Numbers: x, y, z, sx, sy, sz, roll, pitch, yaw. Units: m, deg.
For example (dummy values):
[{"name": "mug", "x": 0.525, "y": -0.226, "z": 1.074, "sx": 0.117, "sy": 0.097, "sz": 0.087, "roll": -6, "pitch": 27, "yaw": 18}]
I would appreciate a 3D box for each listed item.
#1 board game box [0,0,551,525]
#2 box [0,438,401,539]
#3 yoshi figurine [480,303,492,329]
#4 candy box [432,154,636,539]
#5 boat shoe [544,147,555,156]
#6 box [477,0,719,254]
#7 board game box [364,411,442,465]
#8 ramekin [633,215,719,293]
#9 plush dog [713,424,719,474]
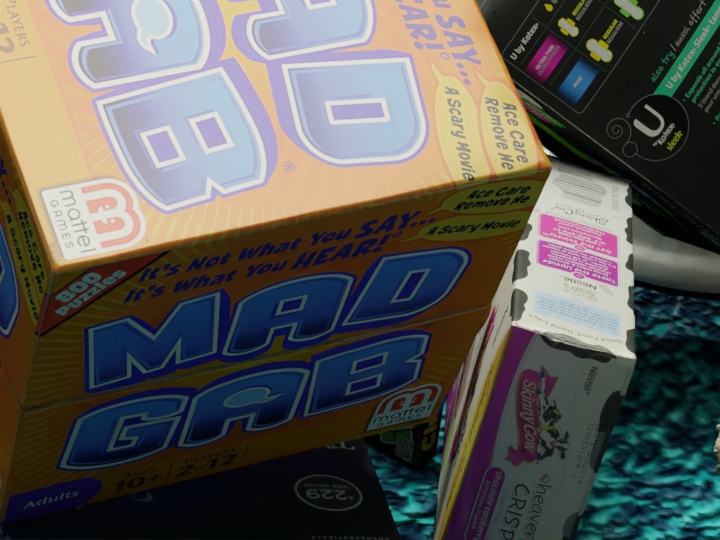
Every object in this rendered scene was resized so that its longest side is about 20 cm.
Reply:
[{"name": "board game box", "x": -0.071, "y": -0.049, "z": 1.181, "sx": 0.199, "sy": 0.200, "sz": 0.201, "roll": -13, "pitch": 62, "yaw": -20}, {"name": "box", "x": -0.092, "y": 0.118, "z": 1.258, "sx": 0.199, "sy": 0.079, "sz": 0.141, "roll": 1, "pitch": 29, "yaw": -13}, {"name": "yoshi figurine", "x": -0.031, "y": -0.034, "z": 1.357, "sx": 0.112, "sy": 0.113, "sz": 0.200, "roll": -41, "pitch": 58, "yaw": -14}, {"name": "candy box", "x": 0.081, "y": 0.046, "z": 1.379, "sx": 0.061, "sy": 0.137, "sz": 0.200, "roll": 15, "pitch": 25, "yaw": -3}, {"name": "boat shoe", "x": 0.074, "y": -0.053, "z": 1.672, "sx": 0.200, "sy": 0.076, "sz": 0.060, "roll": 46, "pitch": 2, "yaw": 32}, {"name": "box", "x": 0.138, "y": -0.112, "z": 1.494, "sx": 0.200, "sy": 0.125, "sz": 0.149, "roll": 35, "pitch": -2, "yaw": -16}, {"name": "board game box", "x": -0.036, "y": 0.010, "z": 1.464, "sx": 0.199, "sy": 0.105, "sz": 0.023, "roll": 25, "pitch": 27, "yaw": 34}, {"name": "ramekin", "x": 0.196, "y": -0.073, "z": 1.712, "sx": 0.199, "sy": 0.098, "sz": 0.201, "roll": 7, "pitch": 26, "yaw": -3}, {"name": "plush dog", "x": 0.279, "y": 0.103, "z": 1.365, "sx": 0.200, "sy": 0.161, "sz": 0.172, "roll": -38, "pitch": 60, "yaw": -20}]
